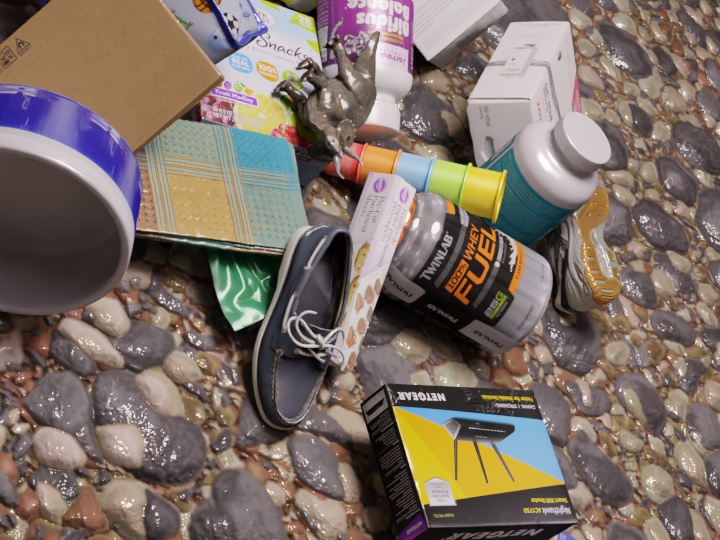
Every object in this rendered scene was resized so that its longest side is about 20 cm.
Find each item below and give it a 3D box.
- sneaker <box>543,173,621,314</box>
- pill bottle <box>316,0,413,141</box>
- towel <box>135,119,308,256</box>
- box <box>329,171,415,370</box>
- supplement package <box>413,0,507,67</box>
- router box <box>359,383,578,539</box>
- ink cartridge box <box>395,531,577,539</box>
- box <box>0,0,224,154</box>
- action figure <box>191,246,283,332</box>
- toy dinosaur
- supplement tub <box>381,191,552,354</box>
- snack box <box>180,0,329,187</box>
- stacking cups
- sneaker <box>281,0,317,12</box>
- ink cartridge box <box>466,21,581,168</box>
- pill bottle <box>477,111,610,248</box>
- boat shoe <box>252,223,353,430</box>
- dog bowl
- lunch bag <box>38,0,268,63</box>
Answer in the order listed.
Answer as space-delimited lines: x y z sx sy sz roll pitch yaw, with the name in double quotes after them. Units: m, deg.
0.251 -0.043 1.739 0.075 0.088 0.201 15 60 -32 "sneaker"
0.005 -0.253 1.639 0.112 0.112 0.201 7 80 -37 "pill bottle"
-0.146 -0.083 1.407 0.199 0.022 0.147 7 56 -30 "towel"
0.000 0.000 1.451 0.039 0.041 0.201 33 74 -48 "box"
0.074 -0.367 1.789 0.200 0.117 0.117 52 12 4 "supplement package"
0.107 0.189 1.412 0.199 0.051 0.150 6 56 -38 "router box"
0.129 0.275 1.431 0.200 0.042 0.120 31 43 -15 "ink cartridge box"
-0.252 -0.177 1.347 0.164 0.200 0.021 51 4 5 "box"
-0.133 -0.037 1.434 0.118 0.055 0.200 -19 74 -45 "action figure"
-0.025 -0.182 1.534 0.102 0.077 0.200 53 39 -19 "toy dinosaur"
0.096 -0.004 1.554 0.200 0.123 0.123 28 45 -20 "supplement tub"
-0.122 -0.205 1.561 0.168 0.068 0.201 13 51 -34 "snack box"
0.058 -0.099 1.589 0.199 0.061 0.061 11 44 8 "stacking cups"
-0.079 -0.366 1.729 0.200 0.076 0.105 31 31 -29 "sneaker"
0.205 -0.196 1.773 0.200 0.082 0.147 -60 145 -48 "ink cartridge box"
0.193 -0.095 1.647 0.111 0.200 0.111 22 48 -27 "pill bottle"
-0.048 0.054 1.377 0.075 0.062 0.201 24 76 -33 "boat shoe"
-0.285 -0.056 1.207 0.200 0.200 0.079 28 42 -22 "dog bowl"
-0.215 -0.275 1.418 0.200 0.170 0.124 58 19 -9 "lunch bag"
